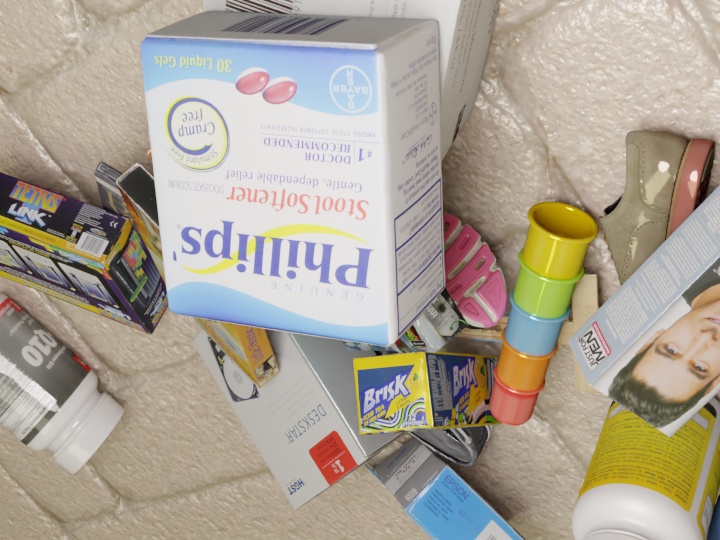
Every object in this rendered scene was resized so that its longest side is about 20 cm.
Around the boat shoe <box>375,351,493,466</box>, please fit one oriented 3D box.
[{"bbox_3d":[0.038,0.120,1.223,0.199,0.068,0.072,36,136,-2],"label":"boat shoe"}]

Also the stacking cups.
[{"bbox_3d":[0.144,0.041,1.059,0.060,0.061,0.202,21,124,12],"label":"stacking cups"}]

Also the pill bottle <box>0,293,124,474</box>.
[{"bbox_3d":[-0.376,0.132,1.439,0.200,0.114,0.114,42,135,-9],"label":"pill bottle"}]

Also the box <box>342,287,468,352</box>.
[{"bbox_3d":[0.000,0.000,1.028,0.138,0.040,0.200,57,161,-10],"label":"box"}]

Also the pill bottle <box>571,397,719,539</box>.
[{"bbox_3d":[0.246,0.195,1.072,0.111,0.201,0.114,15,133,17],"label":"pill bottle"}]

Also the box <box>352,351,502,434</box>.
[{"bbox_3d":[0.066,0.107,1.095,0.069,0.199,0.066,-8,81,24],"label":"box"}]

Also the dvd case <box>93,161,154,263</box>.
[{"bbox_3d":[-0.184,-0.024,1.207,0.147,0.016,0.200,31,160,5],"label":"dvd case"}]

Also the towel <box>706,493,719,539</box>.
[{"bbox_3d":[0.341,0.163,1.054,0.048,0.112,0.202,27,136,20],"label":"towel"}]

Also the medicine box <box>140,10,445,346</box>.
[{"bbox_3d":[-0.043,-0.069,0.864,0.179,0.103,0.203,7,113,24],"label":"medicine box"}]

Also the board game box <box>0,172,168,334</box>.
[{"bbox_3d":[-0.304,-0.022,1.264,0.197,0.057,0.166,20,159,17],"label":"board game box"}]

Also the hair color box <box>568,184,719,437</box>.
[{"bbox_3d":[0.263,0.023,0.942,0.098,0.061,0.200,30,114,-27],"label":"hair color box"}]

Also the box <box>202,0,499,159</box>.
[{"bbox_3d":[-0.005,-0.200,0.931,0.197,0.131,0.201,20,135,12],"label":"box"}]

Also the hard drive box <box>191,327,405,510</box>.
[{"bbox_3d":[-0.057,0.106,1.208,0.201,0.076,0.156,56,139,9],"label":"hard drive box"}]

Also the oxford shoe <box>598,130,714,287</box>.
[{"bbox_3d":[0.225,-0.023,0.999,0.074,0.070,0.203,19,124,18],"label":"oxford shoe"}]

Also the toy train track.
[{"bbox_3d":[0.160,0.046,1.107,0.196,0.033,0.117,3,117,19],"label":"toy train track"}]

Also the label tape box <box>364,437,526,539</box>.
[{"bbox_3d":[0.091,0.244,1.284,0.144,0.063,0.200,45,175,-11],"label":"label tape box"}]

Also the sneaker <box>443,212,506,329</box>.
[{"bbox_3d":[0.045,-0.011,1.096,0.199,0.074,0.088,37,152,18],"label":"sneaker"}]

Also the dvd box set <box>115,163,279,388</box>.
[{"bbox_3d":[-0.139,0.010,1.094,0.146,0.029,0.201,45,165,22],"label":"dvd box set"}]

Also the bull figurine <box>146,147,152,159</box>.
[{"bbox_3d":[-0.100,-0.042,1.037,0.200,0.065,0.122,41,161,37],"label":"bull figurine"}]
